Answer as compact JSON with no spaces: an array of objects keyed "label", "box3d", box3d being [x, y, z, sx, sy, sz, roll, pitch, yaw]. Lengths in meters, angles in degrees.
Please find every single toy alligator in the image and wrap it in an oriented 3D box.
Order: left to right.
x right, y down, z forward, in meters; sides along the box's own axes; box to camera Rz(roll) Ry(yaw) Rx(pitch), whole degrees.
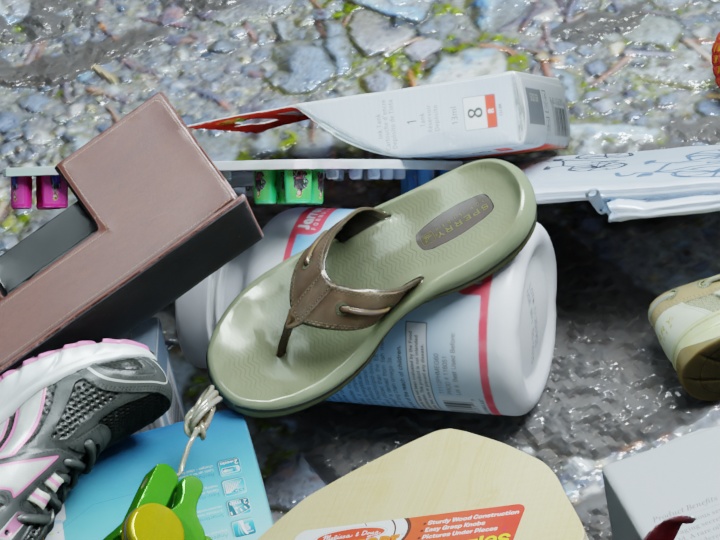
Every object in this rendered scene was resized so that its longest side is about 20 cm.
[{"label":"toy alligator","box3d":[-0.099,0.140,1.332,0.054,0.059,0.200,40,50,-8]}]

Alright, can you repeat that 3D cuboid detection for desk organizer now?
[{"label":"desk organizer","box3d":[-0.157,0.001,1.422,0.200,0.072,0.077,-36,74,-4]}]

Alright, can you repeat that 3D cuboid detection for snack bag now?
[{"label":"snack bag","box3d":[0.152,-0.050,1.568,0.199,0.021,0.189,-3,9,10]}]

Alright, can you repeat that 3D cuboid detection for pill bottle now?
[{"label":"pill bottle","box3d":[0.003,0.020,1.524,0.199,0.109,0.109,4,43,16]}]

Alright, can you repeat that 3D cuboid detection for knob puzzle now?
[{"label":"knob puzzle","box3d":[0.020,0.148,1.298,0.219,0.031,0.220,-20,28,11]}]

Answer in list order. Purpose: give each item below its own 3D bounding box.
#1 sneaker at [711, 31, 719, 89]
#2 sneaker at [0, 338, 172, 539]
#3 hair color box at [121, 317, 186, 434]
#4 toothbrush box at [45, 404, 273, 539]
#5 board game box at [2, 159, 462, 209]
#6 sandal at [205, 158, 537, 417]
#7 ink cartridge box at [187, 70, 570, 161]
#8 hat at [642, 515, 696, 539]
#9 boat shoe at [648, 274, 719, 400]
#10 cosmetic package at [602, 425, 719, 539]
[{"label":"sneaker","box3d":[0.300,-0.109,1.631,0.077,0.073,0.200,-25,45,-29]},{"label":"sneaker","box3d":[-0.179,0.113,1.377,0.200,0.080,0.086,-29,65,-15]},{"label":"hair color box","box3d":[-0.199,0.090,1.500,0.199,0.099,0.061,-7,42,5]},{"label":"toothbrush box","box3d":[-0.105,0.180,1.388,0.146,0.085,0.200,-15,41,-4]},{"label":"board game box","box3d":[-0.071,-0.049,1.574,0.199,0.026,0.200,0,2,28]},{"label":"sandal","box3d":[0.000,-0.001,1.440,0.201,0.057,0.080,-36,62,-2]},{"label":"ink cartridge box","box3d":[0.014,-0.080,1.616,0.199,0.050,0.162,-11,-1,14]},{"label":"hat","box3d":[0.046,0.224,1.233,0.165,0.176,0.200,11,46,22]},{"label":"boat shoe","box3d":[0.260,0.007,1.510,0.200,0.073,0.063,-23,46,-2]},{"label":"cosmetic package","box3d":[0.203,0.168,1.341,0.101,0.071,0.200,-18,42,-7]}]
